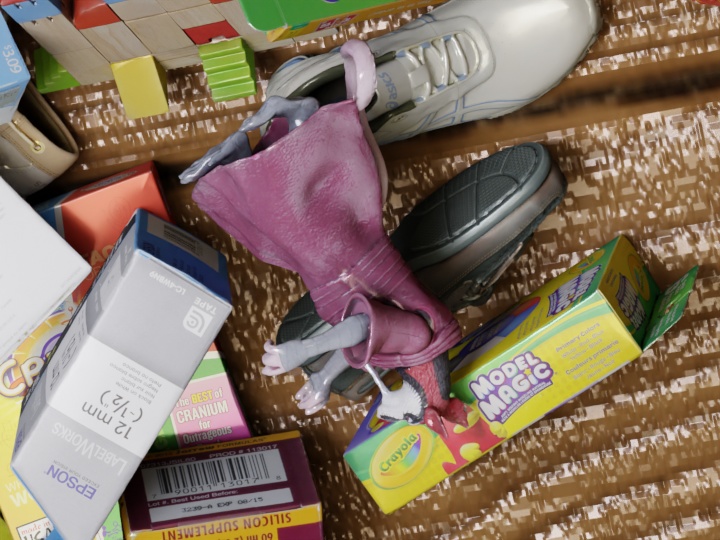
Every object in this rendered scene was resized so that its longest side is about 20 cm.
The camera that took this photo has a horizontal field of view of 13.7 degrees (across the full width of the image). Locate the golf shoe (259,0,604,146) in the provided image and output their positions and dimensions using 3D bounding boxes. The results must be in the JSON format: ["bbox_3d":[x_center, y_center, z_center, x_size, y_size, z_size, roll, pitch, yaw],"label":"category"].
[{"bbox_3d":[0.037,-0.104,1.623,0.200,0.097,0.078,-24,97,15],"label":"golf shoe"}]

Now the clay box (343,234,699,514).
[{"bbox_3d":[0.091,0.049,1.643,0.200,0.115,0.048,-35,97,18],"label":"clay box"}]

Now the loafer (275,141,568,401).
[{"bbox_3d":[0.043,0.002,1.674,0.200,0.072,0.063,-35,116,25],"label":"loafer"}]

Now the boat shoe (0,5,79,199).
[{"bbox_3d":[-0.224,-0.132,1.685,0.069,0.074,0.200,-25,108,14],"label":"boat shoe"}]

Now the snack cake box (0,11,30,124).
[{"bbox_3d":[-0.269,-0.159,1.589,0.115,0.067,0.200,-21,78,-23],"label":"snack cake box"}]

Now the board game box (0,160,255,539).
[{"bbox_3d":[-0.155,0.057,1.716,0.153,0.040,0.200,-21,101,0],"label":"board game box"}]

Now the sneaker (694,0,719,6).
[{"bbox_3d":[0.153,-0.205,1.587,0.200,0.077,0.073,30,116,-15],"label":"sneaker"}]

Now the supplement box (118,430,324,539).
[{"bbox_3d":[-0.073,0.203,1.700,0.110,0.086,0.200,-8,118,-6],"label":"supplement box"}]

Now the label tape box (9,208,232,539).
[{"bbox_3d":[-0.146,0.074,1.625,0.066,0.143,0.200,32,97,-9],"label":"label tape box"}]

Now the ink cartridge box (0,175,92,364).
[{"bbox_3d":[-0.255,-0.033,1.643,0.109,0.050,0.200,-45,97,-6],"label":"ink cartridge box"}]

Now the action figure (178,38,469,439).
[{"bbox_3d":[0.000,0.000,1.575,0.149,0.134,0.200,-40,93,-3],"label":"action figure"}]

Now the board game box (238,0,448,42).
[{"bbox_3d":[0.008,-0.180,1.559,0.030,0.200,0.096,-38,71,54],"label":"board game box"}]

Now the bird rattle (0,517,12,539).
[{"bbox_3d":[-0.287,0.148,1.715,0.112,0.200,0.163,-24,80,15],"label":"bird rattle"}]

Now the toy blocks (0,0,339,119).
[{"bbox_3d":[-0.103,-0.158,1.598,0.199,0.137,0.100,-10,72,12],"label":"toy blocks"}]
